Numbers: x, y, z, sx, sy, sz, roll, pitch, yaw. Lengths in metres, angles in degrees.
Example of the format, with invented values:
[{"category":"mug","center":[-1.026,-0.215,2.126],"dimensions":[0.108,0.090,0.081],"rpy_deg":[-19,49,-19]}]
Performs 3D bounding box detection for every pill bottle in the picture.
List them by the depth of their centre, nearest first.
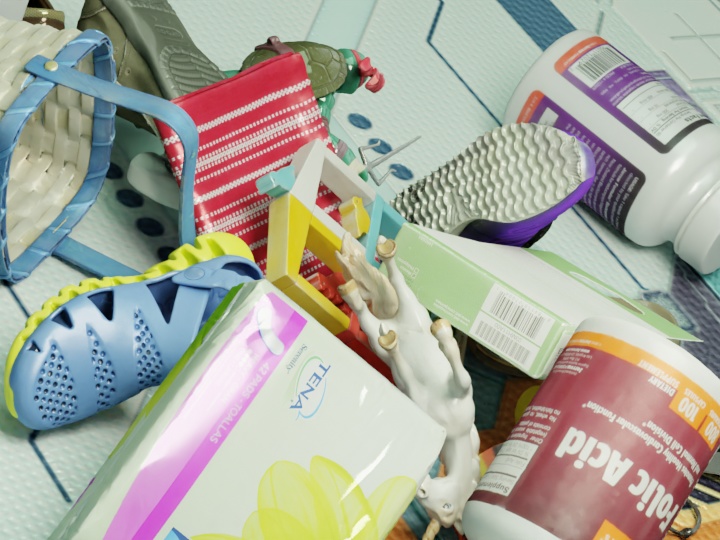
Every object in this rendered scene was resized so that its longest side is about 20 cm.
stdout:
[{"category":"pill bottle","center":[0.133,0.138,1.488],"dimensions":[0.114,0.114,0.200],"rpy_deg":[31,75,8]},{"category":"pill bottle","center":[0.218,-0.089,1.918],"dimensions":[0.200,0.111,0.111],"rpy_deg":[41,38,21]}]

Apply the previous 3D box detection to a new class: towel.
[{"category":"towel","center":[-0.054,-0.039,1.656],"dimensions":[0.145,0.022,0.200],"rpy_deg":[-25,94,-44]}]

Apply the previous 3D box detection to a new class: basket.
[{"category":"basket","center":[-0.194,-0.068,1.591],"dimensions":[0.200,0.176,0.139],"rpy_deg":[19,48,14]}]

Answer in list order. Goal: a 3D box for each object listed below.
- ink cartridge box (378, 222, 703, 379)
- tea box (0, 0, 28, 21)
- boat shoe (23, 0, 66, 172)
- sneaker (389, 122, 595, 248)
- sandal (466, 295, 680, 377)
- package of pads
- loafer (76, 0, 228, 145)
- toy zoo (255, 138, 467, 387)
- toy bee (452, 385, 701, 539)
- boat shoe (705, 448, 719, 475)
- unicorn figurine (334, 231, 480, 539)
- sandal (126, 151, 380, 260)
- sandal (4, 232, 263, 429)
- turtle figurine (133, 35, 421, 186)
[{"category":"ink cartridge box","center":[0.124,0.027,1.658],"dimensions":[0.146,0.048,0.200],"rpy_deg":[32,11,32]},{"category":"tea box","center":[-0.335,-0.208,1.652],"dimensions":[0.197,0.200,0.134],"rpy_deg":[3,41,-29]},{"category":"boat shoe","center":[-0.240,-0.156,1.752],"dimensions":[0.075,0.075,0.202],"rpy_deg":[0,42,-32]},{"category":"sneaker","center":[0.110,-0.052,1.744],"dimensions":[0.099,0.200,0.070],"rpy_deg":[4,71,-40]},{"category":"sandal","center":[0.153,0.032,1.768],"dimensions":[0.200,0.054,0.080],"rpy_deg":[0,42,-32]},{"category":"package of pads","center":[-0.060,0.126,1.393],"dimensions":[0.154,0.068,0.200],"rpy_deg":[40,68,-13]},{"category":"loafer","center":[-0.143,-0.129,1.716],"dimensions":[0.075,0.070,0.200],"rpy_deg":[13,35,-43]},{"category":"toy zoo","center":[0.000,0.000,1.644],"dimensions":[0.200,0.020,0.131],"rpy_deg":[41,39,-28]},{"category":"toy bee","center":[0.152,0.121,1.604],"dimensions":[0.131,0.109,0.200],"rpy_deg":[42,39,23]},{"category":"boat shoe","center":[0.289,0.115,1.724],"dimensions":[0.200,0.074,0.067],"rpy_deg":[20,38,-6]},{"category":"unicorn figurine","center":[0.037,0.071,1.542],"dimensions":[0.074,0.137,0.200],"rpy_deg":[-14,44,8]},{"category":"sandal","center":[-0.080,-0.034,1.718],"dimensions":[0.203,0.050,0.082],"rpy_deg":[19,18,-29]},{"category":"sandal","center":[-0.129,0.041,1.520],"dimensions":[0.200,0.080,0.087],"rpy_deg":[-30,40,-27]},{"category":"turtle figurine","center":[-0.061,-0.123,1.803],"dimensions":[0.200,0.101,0.150],"rpy_deg":[-13,34,-27]}]
